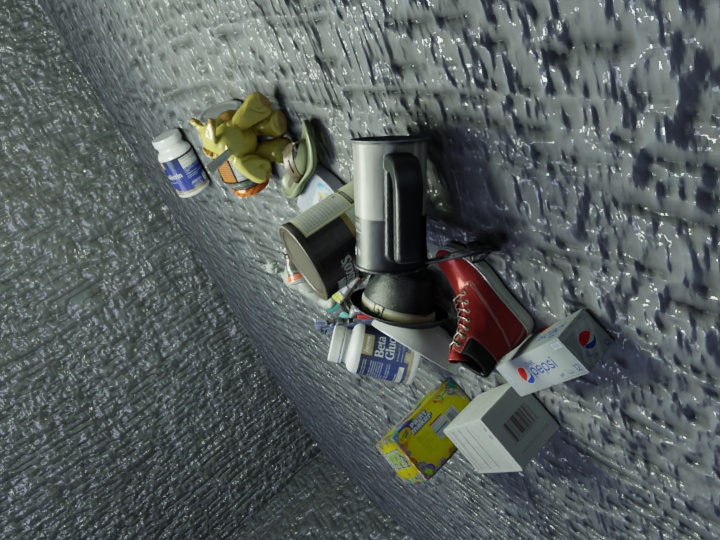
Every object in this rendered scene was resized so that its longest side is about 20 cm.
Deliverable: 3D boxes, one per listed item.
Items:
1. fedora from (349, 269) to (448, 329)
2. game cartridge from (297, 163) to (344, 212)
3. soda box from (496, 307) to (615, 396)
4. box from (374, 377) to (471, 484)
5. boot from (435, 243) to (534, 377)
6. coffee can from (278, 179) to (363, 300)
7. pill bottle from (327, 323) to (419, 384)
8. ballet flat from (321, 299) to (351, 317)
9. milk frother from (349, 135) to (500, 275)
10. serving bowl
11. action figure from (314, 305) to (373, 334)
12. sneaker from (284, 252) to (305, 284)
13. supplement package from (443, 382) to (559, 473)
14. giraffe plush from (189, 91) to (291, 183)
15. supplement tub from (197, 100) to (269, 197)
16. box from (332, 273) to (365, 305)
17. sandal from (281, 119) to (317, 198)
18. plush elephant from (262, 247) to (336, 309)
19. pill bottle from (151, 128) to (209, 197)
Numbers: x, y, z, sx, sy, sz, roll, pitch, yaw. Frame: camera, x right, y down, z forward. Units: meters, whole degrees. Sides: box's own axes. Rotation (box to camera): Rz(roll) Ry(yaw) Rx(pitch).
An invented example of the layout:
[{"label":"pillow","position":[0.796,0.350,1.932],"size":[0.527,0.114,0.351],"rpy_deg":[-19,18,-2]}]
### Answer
[{"label":"fedora","position":[0.077,0.035,1.012],"size":[0.199,0.198,0.093],"rpy_deg":[26,113,47]},{"label":"game cartridge","position":[-0.058,-0.122,1.106],"size":[0.201,0.040,0.134],"rpy_deg":[50,141,19]},{"label":"soda box","position":[0.284,0.128,0.802],"size":[0.064,0.068,0.200],"rpy_deg":[47,158,9]},{"label":"box","position":[0.158,0.382,1.256],"size":[0.122,0.199,0.193],"rpy_deg":[47,157,11]},{"label":"boot","position":[0.162,0.063,0.848],"size":[0.200,0.144,0.073],"rpy_deg":[49,160,12]},{"label":"coffee can","position":[-0.020,-0.066,0.916],"size":[0.147,0.199,0.147],"rpy_deg":[50,164,20]},{"label":"pill bottle","position":[0.030,0.184,1.211],"size":[0.196,0.113,0.111],"rpy_deg":[12,154,-3]},{"label":"ballet flat","position":[-0.053,0.096,1.422],"size":[0.201,0.072,0.072],"rpy_deg":[50,158,-9]},{"label":"milk frother","position":[0.095,-0.098,0.780],"size":[0.180,0.197,0.192],"rpy_deg":[29,125,58]},{"label":"serving bowl","position":[0.122,0.130,1.075],"size":[0.198,0.066,0.200],"rpy_deg":[30,177,2]},{"label":"action figure","position":[-0.016,0.136,1.313],"size":[0.105,0.196,0.196],"rpy_deg":[-93,12,-54]},{"label":"sneaker","position":[-0.081,-0.035,1.144],"size":[0.076,0.199,0.083],"rpy_deg":[-14,97,44]},{"label":"supplement package","position":[0.267,0.309,1.040],"size":[0.118,0.116,0.200],"rpy_deg":[48,158,9]},{"label":"giraffe plush","position":[-0.263,-0.274,1.112],"size":[0.161,0.198,0.175],"rpy_deg":[29,141,49]},{"label":"supplement tub","position":[-0.295,-0.284,1.263],"size":[0.122,0.122,0.202],"rpy_deg":[30,149,42]},{"label":"box","position":[0.000,0.000,1.116],"size":[0.035,0.110,0.200],"rpy_deg":[43,157,3]},{"label":"sandal","position":[-0.132,-0.212,1.068],"size":[0.202,0.056,0.081],"rpy_deg":[-55,46,51]},{"label":"plush elephant","position":[-0.122,-0.034,1.287],"size":[0.197,0.165,0.156],"rpy_deg":[22,117,-7]},{"label":"pill bottle","position":[-0.594,-0.354,1.761],"size":[0.115,0.115,0.202],"rpy_deg":[23,144,50]}]
